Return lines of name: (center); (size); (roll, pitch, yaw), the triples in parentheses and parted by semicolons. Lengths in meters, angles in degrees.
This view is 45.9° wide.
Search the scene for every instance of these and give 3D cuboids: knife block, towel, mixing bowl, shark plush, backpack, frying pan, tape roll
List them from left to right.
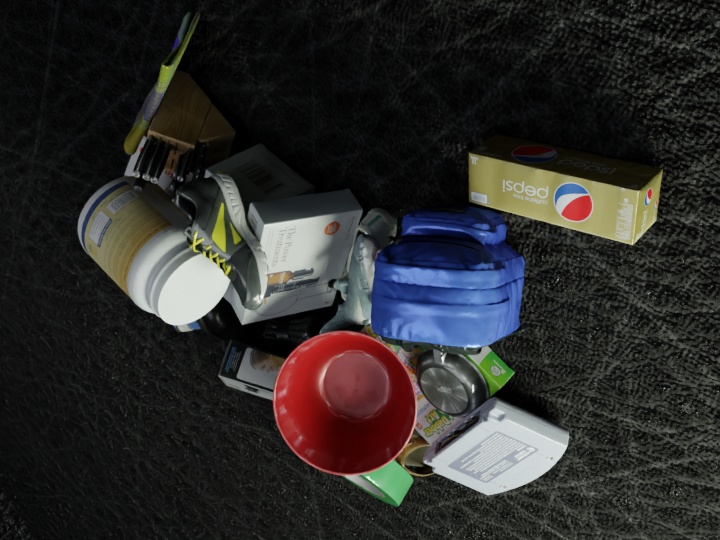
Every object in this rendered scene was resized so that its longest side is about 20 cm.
towel: (-0.292, -0.269, 1.235); (0.023, 0.144, 0.200); (26, 140, -17)
knife block: (-0.280, -0.190, 1.220); (0.200, 0.175, 0.064); (51, 139, 21)
mixing bowl: (-0.015, 0.175, 1.200); (0.200, 0.108, 0.201); (1, 96, 8)
tape roll: (-0.013, 0.299, 1.351); (0.200, 0.048, 0.200); (30, 163, 10)
shark plush: (-0.004, 0.025, 1.158); (0.083, 0.091, 0.200); (31, 148, -6)
backpack: (0.094, 0.010, 0.991); (0.162, 0.200, 0.168); (1, 100, 23)
frying pan: (0.124, 0.127, 1.136); (0.115, 0.031, 0.190); (27, 135, 25)

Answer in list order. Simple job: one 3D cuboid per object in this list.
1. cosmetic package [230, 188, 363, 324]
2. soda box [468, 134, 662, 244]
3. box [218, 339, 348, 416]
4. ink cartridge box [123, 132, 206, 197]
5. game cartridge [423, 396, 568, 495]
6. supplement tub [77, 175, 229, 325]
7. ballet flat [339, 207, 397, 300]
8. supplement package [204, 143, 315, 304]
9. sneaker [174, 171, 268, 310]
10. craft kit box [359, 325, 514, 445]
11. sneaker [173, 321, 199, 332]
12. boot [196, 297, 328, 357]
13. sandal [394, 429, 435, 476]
cosmetic package: (-0.093, -0.018, 1.201); (0.052, 0.150, 0.200); (56, 144, 33)
soda box: (0.220, -0.092, 0.929); (0.200, 0.068, 0.064); (19, 128, 33)
box: (-0.113, 0.174, 1.326); (0.200, 0.060, 0.117); (18, 165, 1)
ink cartridge box: (-0.311, -0.100, 1.356); (0.145, 0.084, 0.200); (37, 116, 18)
game cartridge: (0.188, 0.247, 1.167); (0.133, 0.041, 0.200); (29, 140, -9)
supplement tub: (-0.291, -0.029, 1.209); (0.200, 0.144, 0.145); (39, 137, 29)
ballet flat: (0.000, 0.000, 1.195); (0.069, 0.069, 0.200); (34, 135, 21)
supplement package: (-0.165, -0.064, 1.264); (0.117, 0.117, 0.200); (39, 136, 17)
sneaker: (-0.186, -0.033, 1.117); (0.200, 0.084, 0.074); (66, 149, 19)
craft kit box: (0.090, 0.131, 1.217); (0.197, 0.049, 0.200); (43, 138, 7)
sneaker: (-0.289, 0.009, 1.476); (0.077, 0.076, 0.201); (-1, 112, 0)
boot: (-0.139, 0.089, 1.325); (0.158, 0.080, 0.211); (2, 158, 45)
sandal: (0.093, 0.287, 1.308); (0.200, 0.054, 0.081); (10, 123, 38)
